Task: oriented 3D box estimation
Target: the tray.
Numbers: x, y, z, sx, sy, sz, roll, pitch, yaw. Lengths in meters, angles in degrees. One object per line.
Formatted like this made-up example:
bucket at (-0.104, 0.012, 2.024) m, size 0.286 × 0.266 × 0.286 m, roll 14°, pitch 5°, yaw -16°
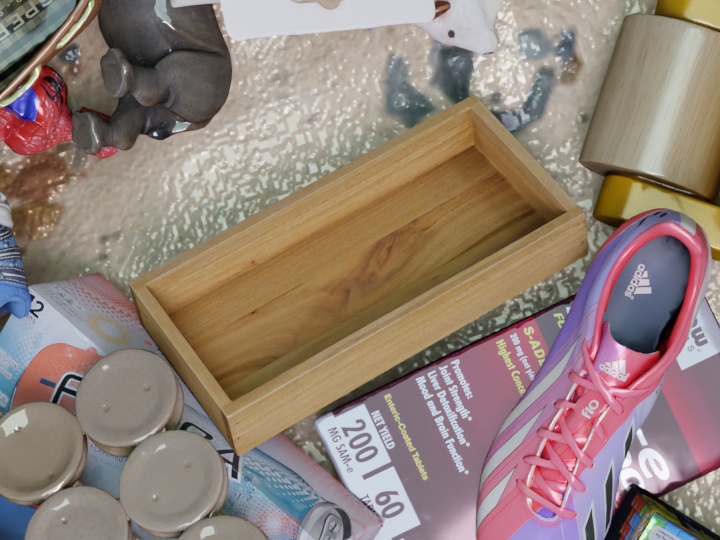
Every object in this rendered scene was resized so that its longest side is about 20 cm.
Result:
tray at (0.000, 0.000, 1.162) m, size 0.200 × 0.037 × 0.099 m, roll -29°, pitch 52°, yaw -15°

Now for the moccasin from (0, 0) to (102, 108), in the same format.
moccasin at (-0.200, -0.081, 1.108) m, size 0.201 × 0.078 × 0.074 m, roll -34°, pitch 96°, yaw -11°

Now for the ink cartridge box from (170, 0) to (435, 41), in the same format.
ink cartridge box at (-0.044, -0.198, 1.174) m, size 0.117 × 0.067 × 0.201 m, roll -7°, pitch 76°, yaw -23°

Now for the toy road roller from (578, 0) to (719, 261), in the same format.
toy road roller at (0.212, -0.062, 1.148) m, size 0.199 × 0.146 × 0.123 m, roll 17°, pitch 87°, yaw 3°

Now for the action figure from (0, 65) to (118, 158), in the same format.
action figure at (-0.203, -0.113, 1.191) m, size 0.200 × 0.066 × 0.052 m, roll 34°, pitch 125°, yaw -17°

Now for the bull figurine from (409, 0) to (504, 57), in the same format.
bull figurine at (0.060, -0.211, 1.205) m, size 0.121 × 0.065 × 0.201 m, roll -16°, pitch 87°, yaw -2°

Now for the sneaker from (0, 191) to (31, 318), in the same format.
sneaker at (-0.234, 0.044, 1.163) m, size 0.200 × 0.077 × 0.085 m, roll -43°, pitch 64°, yaw 24°

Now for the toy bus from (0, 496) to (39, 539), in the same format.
toy bus at (-0.225, 0.162, 1.168) m, size 0.199 × 0.136 × 0.193 m, roll 16°, pitch 74°, yaw 6°

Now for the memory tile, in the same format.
memory tile at (-0.147, 0.136, 1.085) m, size 0.200 × 0.017 × 0.153 m, roll -32°, pitch 60°, yaw -3°

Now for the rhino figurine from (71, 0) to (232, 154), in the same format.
rhino figurine at (-0.114, -0.159, 1.203) m, size 0.060 × 0.087 × 0.201 m, roll -15°, pitch 83°, yaw 45°

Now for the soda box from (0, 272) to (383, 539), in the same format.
soda box at (-0.090, 0.087, 1.162) m, size 0.200 × 0.068 × 0.064 m, roll 39°, pitch 111°, yaw 17°

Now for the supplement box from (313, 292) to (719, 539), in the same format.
supplement box at (0.089, 0.079, 1.187) m, size 0.200 × 0.061 × 0.109 m, roll -26°, pitch 86°, yaw 0°

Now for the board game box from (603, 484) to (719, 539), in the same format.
board game box at (0.172, 0.225, 1.150) m, size 0.200 × 0.057 × 0.166 m, roll 32°, pitch 96°, yaw -9°

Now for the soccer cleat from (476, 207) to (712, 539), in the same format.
soccer cleat at (0.107, 0.063, 1.118) m, size 0.067 × 0.076 × 0.200 m, roll 25°, pitch 88°, yaw 3°
